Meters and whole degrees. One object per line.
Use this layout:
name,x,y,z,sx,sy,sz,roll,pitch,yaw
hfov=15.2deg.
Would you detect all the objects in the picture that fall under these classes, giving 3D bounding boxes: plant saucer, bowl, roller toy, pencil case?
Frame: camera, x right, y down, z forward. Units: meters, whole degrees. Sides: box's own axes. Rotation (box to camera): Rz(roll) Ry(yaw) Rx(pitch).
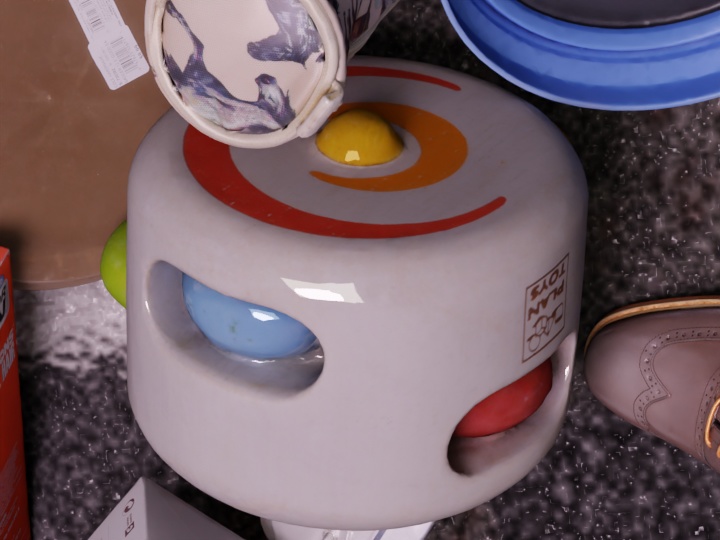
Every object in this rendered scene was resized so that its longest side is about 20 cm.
plant saucer,-0.126,-0.075,1.126,0.199,0.030,0.201,-9,121,-15
bowl,0.122,-0.146,1.044,0.199,0.040,0.201,-8,139,-7
roller toy,0.000,0.000,1.076,0.199,0.183,0.140,-3,122,-9
pencil case,-0.019,-0.115,1.050,0.089,0.200,0.078,28,119,2

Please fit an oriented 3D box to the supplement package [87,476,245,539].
supplement package,-0.087,0.233,1.076,0.147,0.192,0.200,34,108,-20

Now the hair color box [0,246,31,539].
hair color box,-0.206,0.066,1.167,0.110,0.064,0.201,15,138,10

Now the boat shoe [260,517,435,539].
boat shoe,-0.013,0.116,1.175,0.065,0.074,0.200,34,107,-1

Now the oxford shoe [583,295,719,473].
oxford shoe,0.167,0.058,1.096,0.199,0.073,0.072,15,110,35
